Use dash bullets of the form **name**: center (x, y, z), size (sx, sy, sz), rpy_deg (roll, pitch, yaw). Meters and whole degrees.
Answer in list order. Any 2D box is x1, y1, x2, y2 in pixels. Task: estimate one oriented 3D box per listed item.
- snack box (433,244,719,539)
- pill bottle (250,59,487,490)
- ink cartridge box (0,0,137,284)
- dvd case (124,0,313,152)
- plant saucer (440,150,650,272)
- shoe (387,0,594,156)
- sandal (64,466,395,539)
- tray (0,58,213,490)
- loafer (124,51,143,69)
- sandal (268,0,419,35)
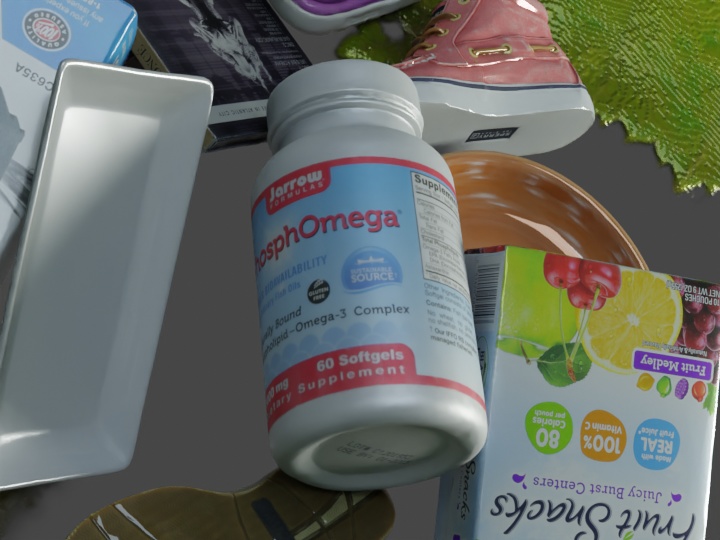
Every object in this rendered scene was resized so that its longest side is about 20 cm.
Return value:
- **snack box**: center (0.114, 0.097, 0.857), size (0.141, 0.053, 0.203), rpy_deg (10, 84, -23)
- **pill bottle**: center (0.000, 0.000, 0.828), size (0.107, 0.109, 0.202), rpy_deg (5, 62, -23)
- **ink cartridge box**: center (-0.215, -0.065, 0.772), size (0.145, 0.086, 0.202), rpy_deg (29, 78, -8)
- **dvd case**: center (-0.100, -0.154, 0.921), size (0.201, 0.016, 0.148), rpy_deg (54, 28, 10)
- **plant saucer**: center (0.083, 0.027, 0.936), size (0.198, 0.037, 0.202), rpy_deg (12, 60, -20)
- **shoe**: center (0.048, -0.119, 0.978), size (0.198, 0.071, 0.092), rpy_deg (-5, 64, -36)
- **sandal**: center (-0.064, 0.141, 0.800), size (0.199, 0.054, 0.081), rpy_deg (-14, 66, -46)
- **tray**: center (-0.130, 0.002, 0.770), size (0.022, 0.202, 0.107), rpy_deg (20, 12, 33)
- **loafer**: center (-0.196, -0.131, 0.868), size (0.198, 0.071, 0.074), rpy_deg (-6, 66, -28)
- **sandal**: center (0.024, -0.208, 1.026), size (0.082, 0.050, 0.202), rpy_deg (45, 54, 3)
